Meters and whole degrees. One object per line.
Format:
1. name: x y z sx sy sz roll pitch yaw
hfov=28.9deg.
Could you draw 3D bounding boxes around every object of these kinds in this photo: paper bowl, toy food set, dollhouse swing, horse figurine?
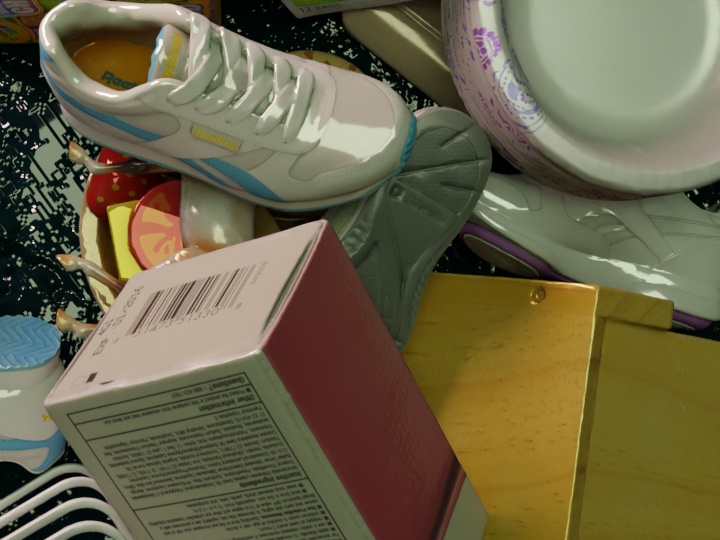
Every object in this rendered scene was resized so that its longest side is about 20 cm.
1. paper bowl: 0.141 -0.139 0.772 0.199 0.104 0.203 0 89 -15
2. toy food set: -0.066 -0.025 0.827 0.198 0.049 0.200 -12 82 -8
3. dollhouse swing: 0.120 0.115 0.822 0.181 0.175 0.202 5 85 35
4. horse figurine: -0.099 -0.025 0.774 0.131 0.050 0.202 6 76 0

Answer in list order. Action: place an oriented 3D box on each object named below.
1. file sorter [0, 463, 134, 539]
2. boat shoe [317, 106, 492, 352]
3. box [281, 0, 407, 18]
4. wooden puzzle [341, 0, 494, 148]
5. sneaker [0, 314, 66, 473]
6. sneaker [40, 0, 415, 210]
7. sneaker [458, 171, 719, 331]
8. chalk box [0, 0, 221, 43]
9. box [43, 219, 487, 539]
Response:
1. file sorter: -0.156 0.190 0.691 0.138 0.200 0.125 -31 100 -10
2. boat shoe: -0.001 -0.002 0.774 0.074 0.065 0.203 30 94 -15
3. box: -0.019 -0.229 0.767 0.111 0.200 0.102 -5 77 15
4. wooden puzzle: 0.114 -0.178 0.883 0.185 0.037 0.201 37 83 1
5. sneaker: -0.259 0.074 0.774 0.198 0.077 0.081 2 117 9
6. sneaker: -0.070 -0.087 0.716 0.198 0.081 0.077 12 73 8
7. sneaker: 0.133 -0.037 0.839 0.199 0.075 0.100 20 85 -12
8. chalk box: -0.182 -0.208 0.809 0.198 0.124 0.126 -1 81 -5
9. box: -0.039 0.096 0.695 0.127 0.109 0.201 -14 119 27
